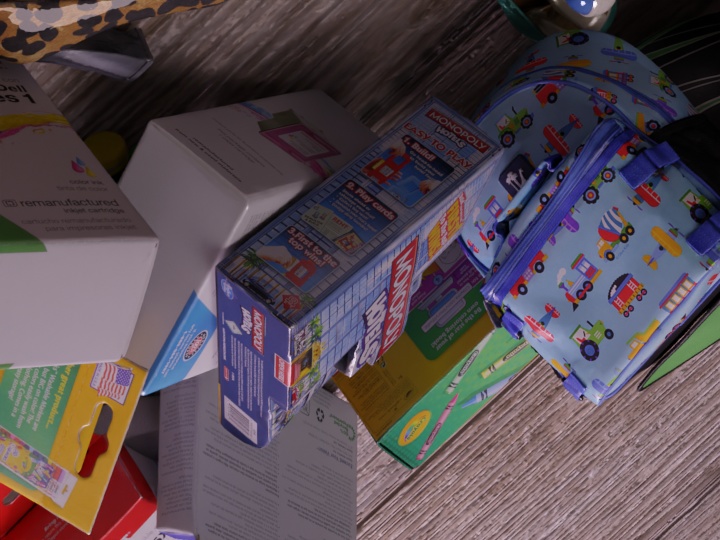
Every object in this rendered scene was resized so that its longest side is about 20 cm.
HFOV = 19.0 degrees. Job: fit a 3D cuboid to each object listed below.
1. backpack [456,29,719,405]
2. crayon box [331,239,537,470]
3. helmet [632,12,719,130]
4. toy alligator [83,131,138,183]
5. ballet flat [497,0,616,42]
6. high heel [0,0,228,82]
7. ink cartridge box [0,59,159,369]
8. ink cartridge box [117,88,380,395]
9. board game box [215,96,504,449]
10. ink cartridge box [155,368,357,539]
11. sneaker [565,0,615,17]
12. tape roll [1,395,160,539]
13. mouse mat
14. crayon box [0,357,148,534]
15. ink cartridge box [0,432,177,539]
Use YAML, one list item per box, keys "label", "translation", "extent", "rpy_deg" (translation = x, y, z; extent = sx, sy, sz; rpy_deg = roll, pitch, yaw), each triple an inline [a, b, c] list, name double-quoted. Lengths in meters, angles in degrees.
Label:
- label: "backpack"
  translation: [0.140, -0.043, 1.337]
  extent: [0.183, 0.200, 0.134]
  rpy_deg: [-48, 168, 30]
- label: "crayon box"
  translation: [0.066, 0.024, 1.486]
  extent: [0.200, 0.119, 0.058]
  rpy_deg: [-43, 140, 6]
- label: "helmet"
  translation: [0.239, -0.080, 1.460]
  extent: [0.190, 0.200, 0.201]
  rpy_deg: [-27, 139, -16]
- label: "toy alligator"
  translation: [-0.187, -0.026, 1.294]
  extent: [0.199, 0.054, 0.060]
  rpy_deg: [-28, 139, -14]
- label: "ballet flat"
  translation: [0.120, -0.181, 1.371]
  extent: [0.067, 0.070, 0.200]
  rpy_deg: [-46, 140, 8]
- label: "high heel"
  translation: [-0.128, -0.185, 1.173]
  extent: [0.142, 0.072, 0.200]
  rpy_deg: [9, 130, -50]
- label: "ink cartridge box"
  translation: [-0.220, -0.037, 1.146]
  extent: [0.144, 0.200, 0.084]
  rpy_deg: [-2, 126, -36]
- label: "ink cartridge box"
  translation: [-0.075, -0.022, 1.308]
  extent: [0.200, 0.085, 0.145]
  rpy_deg: [-17, 142, -59]
- label: "board game box"
  translation: [0.000, 0.000, 1.299]
  extent: [0.200, 0.062, 0.200]
  rpy_deg: [-45, 161, -23]
- label: "ink cartridge box"
  translation: [-0.067, 0.158, 1.460]
  extent: [0.040, 0.201, 0.199]
  rpy_deg: [-17, 149, 28]
- label: "sneaker"
  translation: [0.079, -0.233, 1.246]
  extent: [0.111, 0.077, 0.201]
  rpy_deg: [-21, 110, -14]
- label: "tape roll"
  translation: [-0.170, 0.176, 1.512]
  extent: [0.202, 0.037, 0.204]
  rpy_deg: [-20, 136, -21]
- label: "mouse mat"
  translation: [0.265, -0.005, 1.355]
  extent: [0.161, 0.008, 0.200]
  rpy_deg: [-26, 160, -46]
- label: "crayon box"
  translation: [-0.213, 0.048, 1.241]
  extent: [0.052, 0.199, 0.126]
  rpy_deg: [-45, 162, -58]
- label: "ink cartridge box"
  translation: [-0.164, 0.188, 1.446]
  extent: [0.116, 0.067, 0.200]
  rpy_deg: [-45, 140, 8]
